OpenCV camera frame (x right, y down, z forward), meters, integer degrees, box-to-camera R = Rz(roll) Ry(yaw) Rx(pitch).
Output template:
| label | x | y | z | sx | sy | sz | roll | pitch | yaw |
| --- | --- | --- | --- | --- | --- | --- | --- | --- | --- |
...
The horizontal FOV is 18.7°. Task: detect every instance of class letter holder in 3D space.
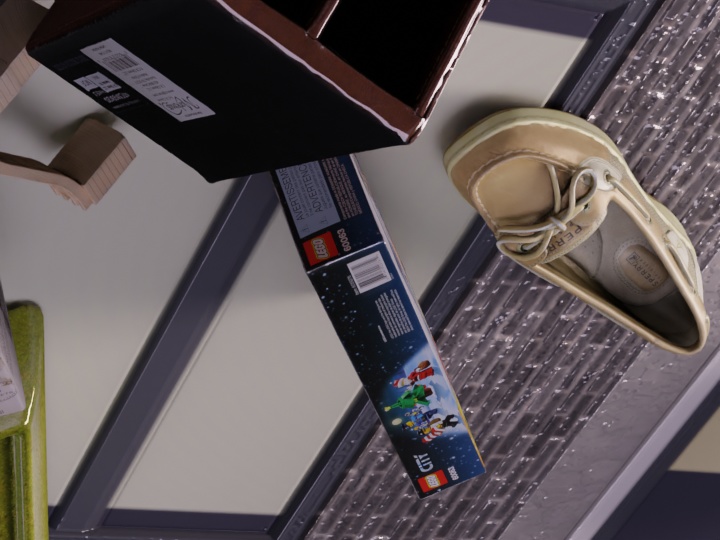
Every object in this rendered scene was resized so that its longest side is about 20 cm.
| label | x | y | z | sx | sy | sz | roll | pitch | yaw |
| --- | --- | --- | --- | --- | --- | --- | --- | --- | --- |
| letter holder | -0.027 | -0.125 | 0.837 | 0.100 | 0.200 | 0.143 | 34 | 75 | -19 |

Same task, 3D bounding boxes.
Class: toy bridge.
| label | x | y | z | sx | sy | sz | roll | pitch | yaw |
| --- | --- | --- | --- | --- | --- | --- | --- | --- | --- |
| toy bridge | -0.153 | -0.084 | 0.911 | 0.067 | 0.027 | 0.200 | -53 | 150 | -17 |

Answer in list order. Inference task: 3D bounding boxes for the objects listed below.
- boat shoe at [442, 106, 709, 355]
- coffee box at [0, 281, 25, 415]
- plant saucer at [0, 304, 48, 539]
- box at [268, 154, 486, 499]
| label | x | y | z | sx | sy | sz | roll | pitch | yaw |
| --- | --- | --- | --- | --- | --- | --- | --- | --- | --- |
| boat shoe | 0.116 | -0.017 | 1.114 | 0.073 | 0.063 | 0.201 | -34 | 140 | 17 |
| coffee box | -0.218 | 0.002 | 0.919 | 0.114 | 0.080 | 0.200 | -14 | 156 | -4 |
| plant saucer | -0.236 | 0.133 | 1.095 | 0.199 | 0.048 | 0.201 | -22 | 140 | -27 |
| box | 0.000 | 0.000 | 1.025 | 0.038 | 0.137 | 0.200 | -23 | 142 | 1 |
